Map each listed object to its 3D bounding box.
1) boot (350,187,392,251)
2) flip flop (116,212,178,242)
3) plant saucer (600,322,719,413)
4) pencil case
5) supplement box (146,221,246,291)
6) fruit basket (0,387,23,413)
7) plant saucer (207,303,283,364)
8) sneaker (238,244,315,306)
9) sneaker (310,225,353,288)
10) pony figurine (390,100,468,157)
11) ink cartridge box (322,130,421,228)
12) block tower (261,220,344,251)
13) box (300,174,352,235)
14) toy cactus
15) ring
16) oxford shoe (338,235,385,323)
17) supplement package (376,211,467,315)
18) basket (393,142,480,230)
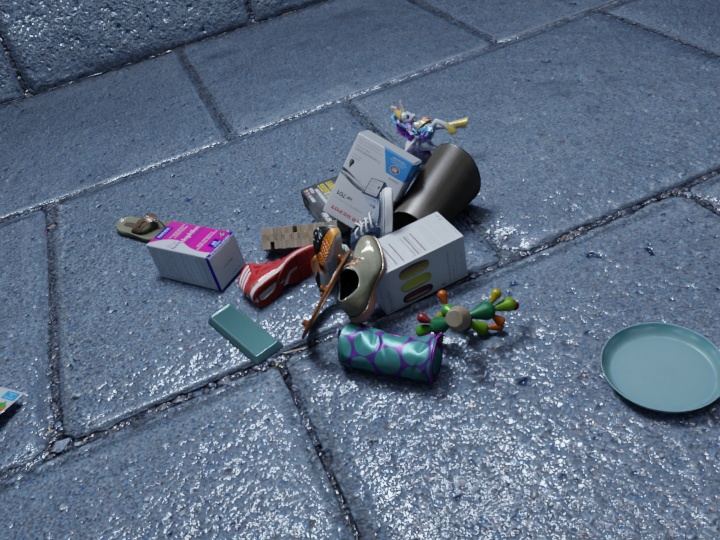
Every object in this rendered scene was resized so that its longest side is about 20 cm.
[{"bbox_3d":[0.022,-0.091,1.461,0.089,0.201,0.073,3,41,1],"label":"boot"},{"bbox_3d":[-0.570,-0.124,1.796,0.198,0.058,0.081,10,44,27],"label":"flip flop"},{"bbox_3d":[0.511,0.167,1.150,0.198,0.028,0.201,-9,38,7],"label":"plant saucer"},{"bbox_3d":[0.053,0.147,1.258,0.198,0.085,0.093,8,78,23],"label":"pencil case"},{"bbox_3d":[-0.387,-0.036,1.601,0.198,0.104,0.101,10,44,29],"label":"supplement box"},{"bbox_3d":[-0.802,0.285,1.332,0.183,0.094,0.201,6,39,23],"label":"fruit basket"},{"bbox_3d":[-0.246,0.127,1.426,0.070,0.019,0.199,-35,42,-26],"label":"plant saucer"},{"bbox_3d":[-0.193,-0.012,1.535,0.199,0.079,0.115,-35,44,-27],"label":"sneaker"},{"bbox_3d":[-0.051,-0.040,1.444,0.091,0.200,0.076,-15,66,-17],"label":"sneaker"},{"bbox_3d":[0.162,-0.340,1.773,0.198,0.194,0.167,14,45,3],"label":"pony figurine"},{"bbox_3d":[0.026,-0.192,1.539,0.146,0.201,0.086,30,21,8],"label":"ink cartridge box"},{"bbox_3d":[-0.138,-0.079,1.594,0.198,0.059,0.054,-6,-3,18],"label":"block tower"},{"bbox_3d":[-0.044,-0.169,1.708,0.157,0.049,0.200,-23,40,-11],"label":"box"},{"bbox_3d":[0.190,0.080,1.258,0.198,0.103,0.165,-7,-6,17],"label":"toy cactus"},{"bbox_3d":[-0.072,0.044,1.346,0.019,0.201,0.201,29,47,1],"label":"ring"},{"bbox_3d":[0.000,0.000,1.305,0.070,0.074,0.201,-17,45,26],"label":"oxford shoe"},{"bbox_3d":[0.109,-0.016,1.421,0.199,0.114,0.110,-26,41,-13],"label":"supplement package"},{"bbox_3d":[0.168,-0.160,1.556,0.135,0.181,0.200,26,61,25],"label":"basket"}]
